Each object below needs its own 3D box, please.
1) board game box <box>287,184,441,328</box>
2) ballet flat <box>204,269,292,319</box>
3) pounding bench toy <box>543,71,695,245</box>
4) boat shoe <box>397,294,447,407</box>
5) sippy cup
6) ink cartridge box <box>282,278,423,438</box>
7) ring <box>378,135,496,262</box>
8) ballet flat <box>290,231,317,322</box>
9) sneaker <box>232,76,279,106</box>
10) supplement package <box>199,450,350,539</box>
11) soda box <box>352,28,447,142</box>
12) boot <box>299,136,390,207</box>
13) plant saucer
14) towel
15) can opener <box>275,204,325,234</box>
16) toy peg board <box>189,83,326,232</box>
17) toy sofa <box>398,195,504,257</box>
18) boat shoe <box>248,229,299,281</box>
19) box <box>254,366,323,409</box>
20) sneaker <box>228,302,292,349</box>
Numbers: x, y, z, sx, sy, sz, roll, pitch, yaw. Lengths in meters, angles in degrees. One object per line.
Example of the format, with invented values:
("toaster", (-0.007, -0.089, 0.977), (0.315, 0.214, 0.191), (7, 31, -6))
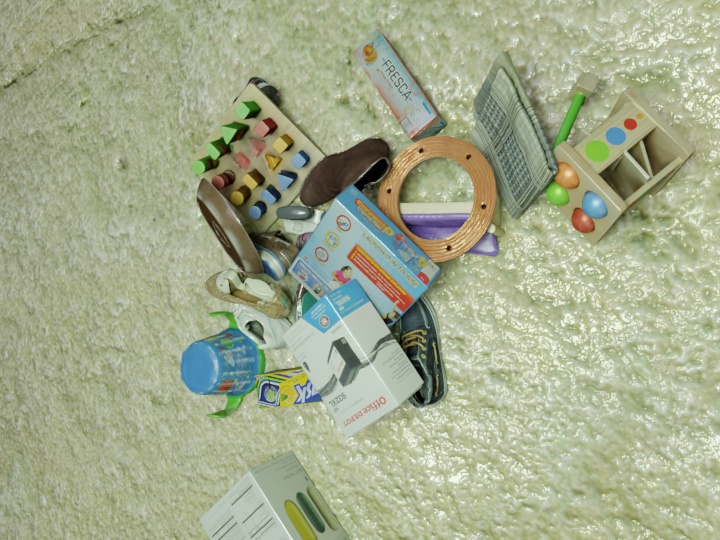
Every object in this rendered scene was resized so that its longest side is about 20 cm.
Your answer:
("board game box", (0.000, 0.000, 0.972), (0.200, 0.056, 0.196), (44, 133, 3))
("ballet flat", (-0.214, 0.030, 1.103), (0.196, 0.066, 0.071), (15, 56, 21))
("pounding bench toy", (0.329, -0.168, 0.852), (0.155, 0.125, 0.201), (-36, 73, -7))
("boat shoe", (0.096, 0.126, 0.995), (0.069, 0.090, 0.205), (-18, 80, 22))
("sippy cup", (-0.273, 0.182, 1.142), (0.139, 0.130, 0.180), (-37, 74, 18))
("ink cartridge box", (-0.015, 0.143, 0.950), (0.145, 0.083, 0.202), (-41, 80, 39))
("ring", (0.121, -0.114, 0.945), (0.196, 0.019, 0.206), (-4, 82, 25))
("ballet flat", (-0.101, 0.029, 1.105), (0.070, 0.068, 0.206), (11, 99, 44))
("sneaker", (-0.234, -0.294, 1.185), (0.201, 0.080, 0.087), (-50, 48, 16))
("supplement package", (-0.151, 0.468, 1.062), (0.151, 0.151, 0.201), (-44, 72, 16))
("soda box", (0.069, -0.319, 1.037), (0.063, 0.068, 0.203), (-35, 75, 18))
("boot", (-0.034, -0.158, 1.026), (0.198, 0.167, 0.073), (-35, 111, 15))
("plant saucer", (-0.243, -0.072, 1.074), (0.032, 0.201, 0.201), (-35, 70, -17))
("towel", (0.224, -0.198, 0.904), (0.034, 0.193, 0.204), (-18, 78, -5))
("can opener", (-0.066, -0.082, 1.091), (0.196, 0.067, 0.055), (14, 94, 25))
("toy peg board", (-0.200, -0.199, 1.099), (0.199, 0.098, 0.200), (43, 107, -8))
("toy sofa", (0.136, -0.075, 0.990), (0.195, 0.082, 0.100), (2, 87, 24))
("boat shoe", (-0.168, -0.036, 1.113), (0.072, 0.073, 0.199), (-35, 32, -16))
("box", (-0.094, 0.209, 1.091), (0.196, 0.070, 0.066), (-12, 85, 24))
("sneaker", (-0.214, 0.076, 1.145), (0.200, 0.080, 0.071), (42, 112, 22))
